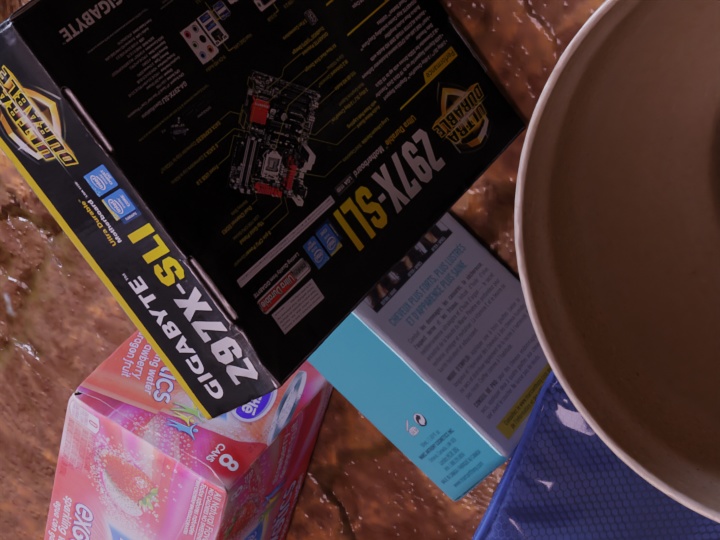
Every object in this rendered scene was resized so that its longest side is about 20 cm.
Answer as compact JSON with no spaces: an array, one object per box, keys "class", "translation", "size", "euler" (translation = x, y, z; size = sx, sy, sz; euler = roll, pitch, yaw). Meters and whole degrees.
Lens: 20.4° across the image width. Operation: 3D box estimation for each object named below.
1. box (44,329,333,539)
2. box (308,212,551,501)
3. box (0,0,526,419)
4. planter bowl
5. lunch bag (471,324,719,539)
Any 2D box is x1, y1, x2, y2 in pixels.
[{"class":"box","translation":[-0.095,0.121,1.026],"size":[0.094,0.103,0.200],"euler":[31,135,14]},{"class":"box","translation":[0.000,0.000,0.873],"size":[0.200,0.082,0.049],"euler":[44,138,1]},{"class":"box","translation":[-0.038,-0.065,0.765],"size":[0.049,0.200,0.160],"euler":[-24,106,44]},{"class":"planter bowl","translation":[0.166,-0.025,0.666],"size":[0.199,0.135,0.201],"euler":[6,106,21]},{"class":"lunch bag","translation":[0.135,0.096,0.806],"size":[0.136,0.132,0.200],"euler":[33,128,15]}]
